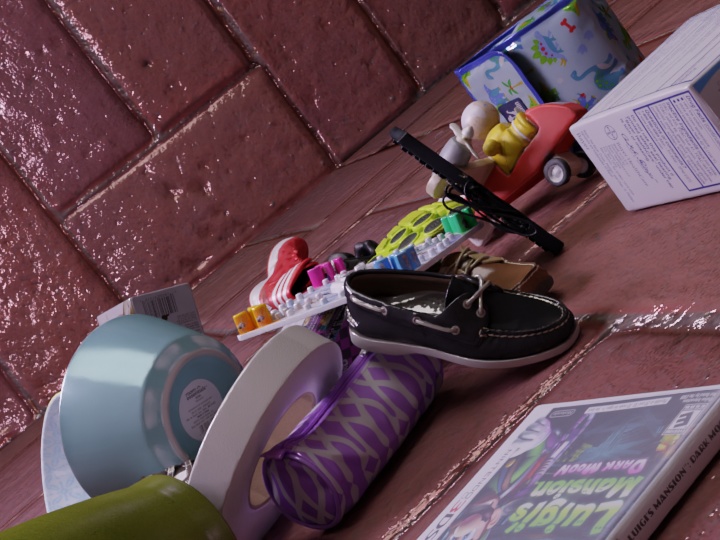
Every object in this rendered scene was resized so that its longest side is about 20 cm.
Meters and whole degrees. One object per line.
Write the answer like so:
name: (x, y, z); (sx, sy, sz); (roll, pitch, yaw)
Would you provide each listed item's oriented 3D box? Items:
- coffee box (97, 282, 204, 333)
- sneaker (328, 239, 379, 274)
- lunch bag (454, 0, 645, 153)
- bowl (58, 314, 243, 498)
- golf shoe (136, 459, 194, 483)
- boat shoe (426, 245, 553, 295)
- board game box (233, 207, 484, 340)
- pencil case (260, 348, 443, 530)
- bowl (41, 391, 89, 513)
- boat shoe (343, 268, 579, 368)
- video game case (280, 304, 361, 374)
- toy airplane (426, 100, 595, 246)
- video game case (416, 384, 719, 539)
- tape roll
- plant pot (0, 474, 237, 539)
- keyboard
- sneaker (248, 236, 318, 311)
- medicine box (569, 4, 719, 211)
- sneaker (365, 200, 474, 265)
coffee box: (-0.220, 0.128, 1.455); (0.079, 0.202, 0.113); (-15, -3, -33)
sneaker: (-0.023, 0.037, 1.496); (0.200, 0.098, 0.071); (-46, 15, -33)
lunch bag: (0.237, -0.231, 1.564); (0.199, 0.171, 0.128); (-31, 11, 30)
bowl: (-0.178, 0.137, 1.227); (0.104, 0.202, 0.201); (-9, 26, 39)
golf shoe: (-0.156, 0.195, 1.130); (0.200, 0.094, 0.078); (-52, -23, -20)
boat shoe: (0.101, 0.018, 1.194); (0.076, 0.074, 0.200); (-43, 10, -25)
board game box: (0.000, 0.000, 1.231); (0.199, 0.026, 0.200); (-21, 6, 28)
pencil case: (-0.003, 0.123, 1.060); (0.083, 0.086, 0.200); (-1, 33, 34)
bowl: (-0.262, 0.224, 1.374); (0.107, 0.202, 0.200); (-4, -10, -32)
boat shoe: (0.077, 0.031, 1.034); (0.198, 0.061, 0.074); (5, 35, 28)
video game case: (-0.065, 0.116, 1.284); (0.201, 0.036, 0.181); (-64, 18, -19)
toy airplane: (0.153, -0.122, 1.449); (0.198, 0.142, 0.200); (-29, -8, -6)
video game case: (0.112, 0.139, 0.756); (0.182, 0.023, 0.200); (-43, 11, -26)
tape roll: (-0.078, 0.143, 1.060); (0.203, 0.037, 0.203); (-57, -18, -29)
plant pot: (-0.187, 0.249, 0.921); (0.192, 0.202, 0.200); (-30, 2, -44)
keyboard: (0.106, -0.070, 1.247); (0.040, 0.199, 0.104); (-56, 6, 4)
sneaker: (-0.095, 0.002, 2.047); (0.115, 0.079, 0.201); (-22, 29, 31)
medicine box: (0.317, -0.156, 1.125); (0.182, 0.103, 0.200); (-41, 11, -18)
sneaker: (0.053, 0.007, 1.365); (0.200, 0.083, 0.074); (-48, 27, 6)
